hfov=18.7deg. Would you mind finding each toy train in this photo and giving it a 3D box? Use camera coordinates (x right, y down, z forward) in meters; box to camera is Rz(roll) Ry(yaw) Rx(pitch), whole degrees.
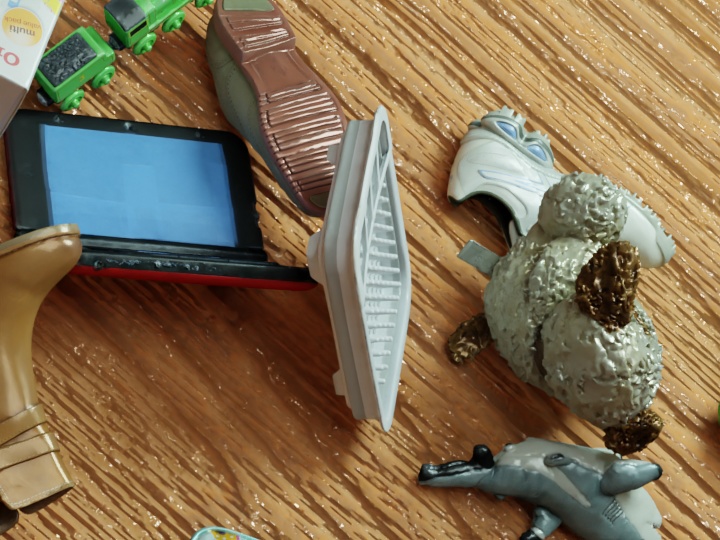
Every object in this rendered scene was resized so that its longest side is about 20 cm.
[{"bbox_3d":[-0.164,-0.192,1.643,0.200,0.056,0.042,-40,78,-13],"label":"toy train"}]

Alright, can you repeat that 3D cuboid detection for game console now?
[{"bbox_3d":[-0.145,-0.052,1.586,0.199,0.172,0.120,4,90,-27],"label":"game console"}]

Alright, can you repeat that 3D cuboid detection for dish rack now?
[{"bbox_3d":[0.000,0.000,1.598,0.043,0.201,0.172,-1,44,11],"label":"dish rack"}]

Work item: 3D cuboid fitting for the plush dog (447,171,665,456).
[{"bbox_3d":[0.165,0.049,1.657,0.160,0.172,0.201,-24,116,-14],"label":"plush dog"}]

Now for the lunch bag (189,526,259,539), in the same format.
[{"bbox_3d":[-0.073,0.286,1.466,0.160,0.077,0.201,23,56,-18],"label":"lunch bag"}]

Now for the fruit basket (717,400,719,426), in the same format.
[{"bbox_3d":[0.397,0.110,1.805,0.214,0.156,0.217,-5,73,15],"label":"fruit basket"}]

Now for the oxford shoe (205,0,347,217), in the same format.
[{"bbox_3d":[-0.064,-0.120,1.686,0.070,0.074,0.201,-10,65,-29],"label":"oxford shoe"}]

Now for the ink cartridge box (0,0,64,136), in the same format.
[{"bbox_3d":[-0.288,-0.182,1.566,0.128,0.125,0.201,25,55,-15],"label":"ink cartridge box"}]

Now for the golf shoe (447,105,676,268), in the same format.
[{"bbox_3d":[0.158,-0.042,1.785,0.199,0.078,0.098,32,71,-4],"label":"golf shoe"}]

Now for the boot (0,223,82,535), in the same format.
[{"bbox_3d":[-0.232,0.077,1.440,0.199,0.077,0.156,-36,76,0],"label":"boot"}]

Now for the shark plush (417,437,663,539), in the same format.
[{"bbox_3d":[0.144,0.172,1.657,0.199,0.091,0.084,12,90,-29],"label":"shark plush"}]
